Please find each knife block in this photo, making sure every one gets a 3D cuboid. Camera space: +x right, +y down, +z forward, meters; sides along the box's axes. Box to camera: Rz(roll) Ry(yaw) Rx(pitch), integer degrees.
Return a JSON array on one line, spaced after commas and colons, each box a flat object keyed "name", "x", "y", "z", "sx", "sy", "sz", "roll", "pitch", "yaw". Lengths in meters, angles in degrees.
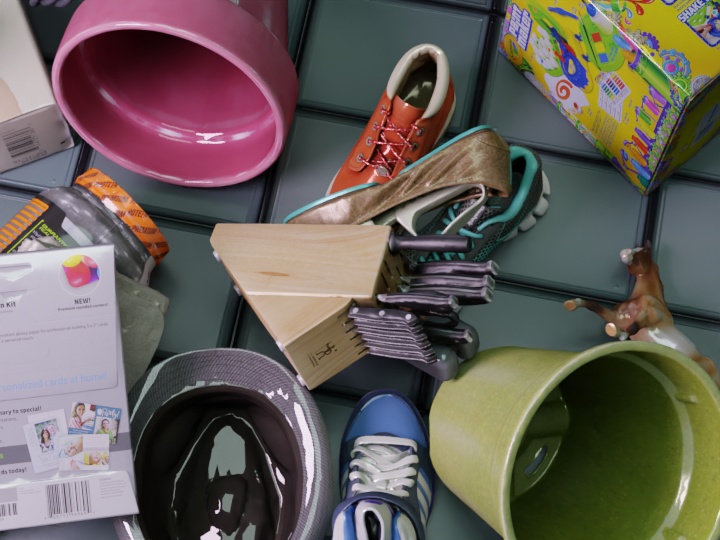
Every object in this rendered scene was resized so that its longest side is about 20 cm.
[{"name": "knife block", "x": 0.000, "y": 0.000, "z": 1.257, "sx": 0.175, "sy": 0.064, "sz": 0.200, "roll": -33, "pitch": 49, "yaw": -7}]

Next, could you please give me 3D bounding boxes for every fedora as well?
[{"name": "fedora", "x": -0.108, "y": 0.167, "z": 1.279, "sx": 0.176, "sy": 0.090, "sz": 0.201, "roll": -8, "pitch": 77, "yaw": -1}]

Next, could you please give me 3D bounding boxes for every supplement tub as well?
[{"name": "supplement tub", "x": -0.258, "y": 0.018, "z": 1.314, "sx": 0.122, "sy": 0.123, "sz": 0.200, "roll": 42, "pitch": 76, "yaw": 13}]

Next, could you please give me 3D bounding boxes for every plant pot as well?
[{"name": "plant pot", "x": 0.147, "y": 0.137, "z": 1.222, "sx": 0.199, "sy": 0.184, "sz": 0.202, "roll": -4, "pitch": 99, "yaw": -26}, {"name": "plant pot", "x": -0.141, "y": -0.200, "z": 1.365, "sx": 0.199, "sy": 0.200, "sz": 0.180, "roll": 10, "pitch": 55, "yaw": 3}]

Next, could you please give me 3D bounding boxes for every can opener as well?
[{"name": "can opener", "x": 0.010, "y": 0.035, "z": 1.307, "sx": 0.199, "sy": 0.067, "sz": 0.053, "roll": 24, "pitch": 59, "yaw": 36}]

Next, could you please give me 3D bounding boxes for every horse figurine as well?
[{"name": "horse figurine", "x": 0.246, "y": 0.072, "z": 1.315, "sx": 0.050, "sy": 0.132, "sz": 0.200, "roll": -44, "pitch": 71, "yaw": 31}]

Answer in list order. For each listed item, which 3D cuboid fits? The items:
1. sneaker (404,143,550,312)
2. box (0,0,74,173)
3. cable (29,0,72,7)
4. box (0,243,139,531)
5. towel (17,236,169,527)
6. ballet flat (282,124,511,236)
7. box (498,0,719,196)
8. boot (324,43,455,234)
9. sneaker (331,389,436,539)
[{"name": "sneaker", "x": 0.083, "y": -0.033, "z": 1.349, "sx": 0.077, "sy": 0.091, "sz": 0.200, "roll": 37, "pitch": 75, "yaw": 13}, {"name": "box", "x": -0.321, "y": -0.197, "z": 1.405, "sx": 0.077, "sy": 0.095, "sz": 0.201, "roll": -21, "pitch": 71, "yaw": -7}, {"name": "cable", "x": -0.234, "y": -0.308, "z": 1.346, "sx": 0.163, "sy": 0.051, "sz": 0.201, "roll": -42, "pitch": 52, "yaw": 22}, {"name": "box", "x": -0.249, "y": 0.087, "z": 1.192, "sx": 0.155, "sy": 0.041, "sz": 0.201, "roll": -6, "pitch": 94, "yaw": -12}, {"name": "towel", "x": -0.241, "y": 0.084, "z": 1.246, "sx": 0.132, "sy": 0.034, "sz": 0.201, "roll": 29, "pitch": 85, "yaw": -26}, {"name": "ballet flat", "x": 0.033, "y": -0.045, "z": 1.299, "sx": 0.199, "sy": 0.068, "sz": 0.073, "roll": -24, "pitch": 74, "yaw": 7}, {"name": "box", "x": 0.229, "y": -0.200, "z": 1.350, "sx": 0.122, "sy": 0.200, "sz": 0.193, "roll": -40, "pitch": 76, "yaw": -13}, {"name": "boot", "x": 0.021, "y": -0.098, "z": 1.365, "sx": 0.075, "sy": 0.107, "sz": 0.201, "roll": 24, "pitch": 74, "yaw": 5}, {"name": "sneaker", "x": 0.020, "y": 0.174, "z": 1.247, "sx": 0.080, "sy": 0.147, "sz": 0.201, "roll": 4, "pitch": 71, "yaw": 1}]
